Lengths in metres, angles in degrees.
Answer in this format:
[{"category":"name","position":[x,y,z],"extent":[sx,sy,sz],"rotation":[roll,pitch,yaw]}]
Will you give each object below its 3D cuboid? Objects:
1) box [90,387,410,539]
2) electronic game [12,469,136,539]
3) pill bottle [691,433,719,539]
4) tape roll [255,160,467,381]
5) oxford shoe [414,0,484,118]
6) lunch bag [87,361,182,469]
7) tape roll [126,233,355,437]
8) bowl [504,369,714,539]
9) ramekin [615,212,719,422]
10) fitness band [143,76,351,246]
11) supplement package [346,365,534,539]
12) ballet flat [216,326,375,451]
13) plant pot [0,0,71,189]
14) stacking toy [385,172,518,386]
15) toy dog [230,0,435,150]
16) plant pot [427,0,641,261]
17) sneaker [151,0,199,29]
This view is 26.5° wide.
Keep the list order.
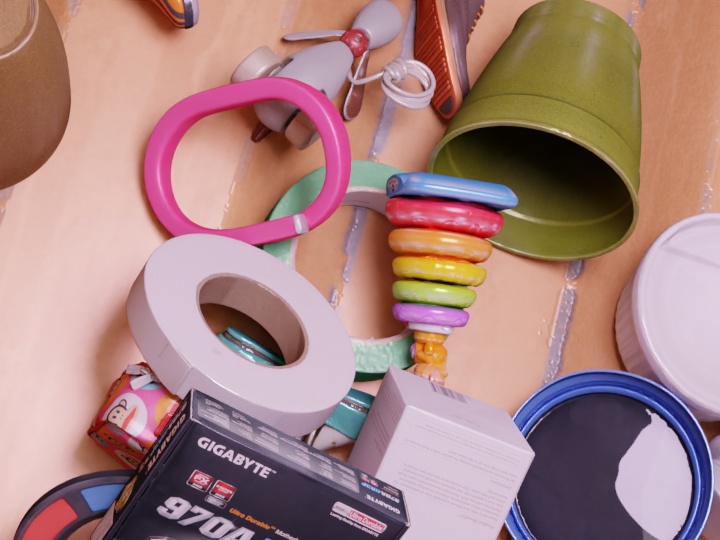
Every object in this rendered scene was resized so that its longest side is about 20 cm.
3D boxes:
[{"category":"box","position":[-0.086,0.200,1.182],"extent":[0.199,0.046,0.159],"rotation":[29,111,-20]},{"category":"electronic game","position":[-0.185,0.245,1.242],"extent":[0.199,0.201,0.042],"rotation":[21,28,-11]},{"category":"pill bottle","position":[0.406,0.185,1.466],"extent":[0.199,0.109,0.110],"rotation":[-25,85,-21]},{"category":"tape roll","position":[0.000,0.000,1.419],"extent":[0.199,0.048,0.202],"rotation":[4,76,-17]},{"category":"oxford shoe","position":[0.093,-0.246,1.499],"extent":[0.072,0.071,0.202],"rotation":[-2,76,-22]},{"category":"lunch bag","position":[-0.126,0.156,1.270],"extent":[0.199,0.176,0.082],"rotation":[34,74,-8]},{"category":"tape roll","position":[-0.097,0.052,1.270],"extent":[0.202,0.037,0.203],"rotation":[26,33,-18]},{"category":"bowl","position":[0.223,0.193,1.406],"extent":[0.199,0.039,0.202],"rotation":[-2,73,8]},{"category":"ramekin","position":[0.339,0.053,1.479],"extent":[0.201,0.094,0.204],"rotation":[5,70,-15]},{"category":"fitness band","position":[-0.103,-0.093,1.355],"extent":[0.199,0.037,0.145],"rotation":[-10,91,25]},{"category":"supplement package","position":[0.045,0.205,1.302],"extent":[0.121,0.120,0.201],"rotation":[22,99,-11]},{"category":"ballet flat","position":[-0.050,0.121,1.372],"extent":[0.199,0.067,0.071],"rotation":[26,94,-9]},{"category":"plant pot","position":[-0.323,-0.182,1.283],"extent":[0.185,0.200,0.188],"rotation":[5,75,-17]},{"category":"stacking toy","position":[0.067,0.018,1.368],"extent":[0.109,0.116,0.202],"rotation":[8,88,-10]},{"category":"toy dog","position":[-0.040,-0.177,1.443],"extent":[0.199,0.096,0.133],"rotation":[-17,74,-33]},{"category":"plant pot","position":[0.184,-0.146,1.451],"extent":[0.199,0.200,0.194],"rotation":[26,58,-10]},{"category":"sneaker","position":[-0.236,-0.289,1.412],"extent":[0.112,0.078,0.201],"rotation":[-30,76,-18]}]
